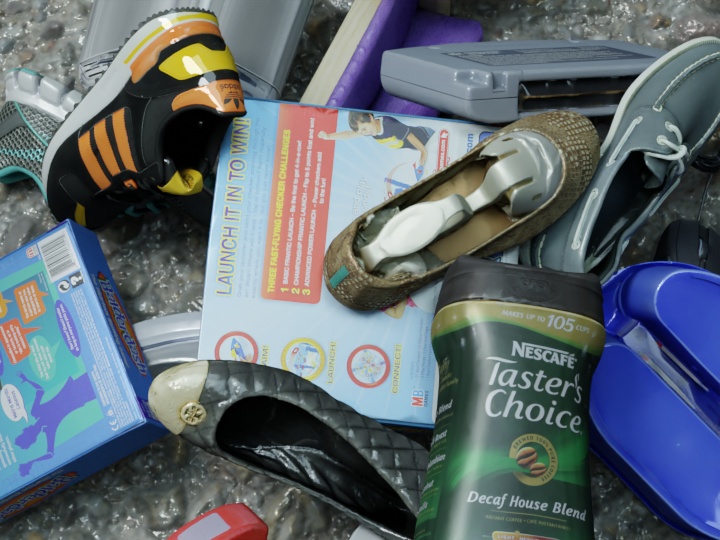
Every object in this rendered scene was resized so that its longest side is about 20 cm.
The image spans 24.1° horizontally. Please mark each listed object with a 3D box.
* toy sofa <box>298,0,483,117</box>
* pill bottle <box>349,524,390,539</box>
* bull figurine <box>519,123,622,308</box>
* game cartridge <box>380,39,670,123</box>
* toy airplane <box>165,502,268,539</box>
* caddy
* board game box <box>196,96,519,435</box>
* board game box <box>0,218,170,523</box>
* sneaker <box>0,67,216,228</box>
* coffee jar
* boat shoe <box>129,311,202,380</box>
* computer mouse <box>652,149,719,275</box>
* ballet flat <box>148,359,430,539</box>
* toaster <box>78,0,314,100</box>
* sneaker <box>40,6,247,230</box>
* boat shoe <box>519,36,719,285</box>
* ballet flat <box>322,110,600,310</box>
[{"bbox_3d":[0.010,-0.129,1.189,0.097,0.083,0.200,23,71,12],"label":"toy sofa"},{"bbox_3d":[0.075,0.235,1.025,0.200,0.113,0.113,21,70,10],"label":"pill bottle"},{"bbox_3d":[0.125,-0.017,1.148,0.200,0.065,0.122,-24,76,-2],"label":"bull figurine"},{"bbox_3d":[0.122,-0.131,1.143,0.200,0.133,0.042,-6,103,-27],"label":"game cartridge"},{"bbox_3d":[-0.137,0.245,0.990,0.200,0.141,0.199,-27,47,39],"label":"toy airplane"},{"bbox_3d":[0.218,0.085,1.082,0.141,0.105,0.200,-44,89,0],"label":"caddy"},{"bbox_3d":[0.000,0.000,1.077,0.195,0.056,0.200,6,79,-3],"label":"board game box"},{"bbox_3d":[-0.240,0.081,1.104,0.200,0.045,0.152,-28,69,10],"label":"board game box"},{"bbox_3d":[-0.177,-0.062,1.185,0.200,0.078,0.091,27,88,15],"label":"sneaker"},{"bbox_3d":[0.088,0.092,0.982,0.104,0.085,0.200,8,68,-7],"label":"coffee jar"},{"bbox_3d":[-0.062,0.070,1.116,0.200,0.074,0.067,0,66,2],"label":"boat shoe"},{"bbox_3d":[0.239,-0.038,1.158,0.059,0.034,0.200,19,73,-11],"label":"computer mouse"},{"bbox_3d":[-0.032,0.106,1.005,0.200,0.067,0.057,23,28,-8],"label":"ballet flat"},{"bbox_3d":[-0.109,-0.172,1.163,0.200,0.114,0.129,-3,68,49],"label":"toaster"},{"bbox_3d":[-0.138,-0.071,1.064,0.070,0.200,0.090,-4,56,-41],"label":"sneaker"},{"bbox_3d":[0.187,-0.065,1.087,0.200,0.073,0.062,-48,32,-7],"label":"boat shoe"},{"bbox_3d":[0.068,-0.039,1.028,0.200,0.065,0.071,-34,84,-11],"label":"ballet flat"}]
